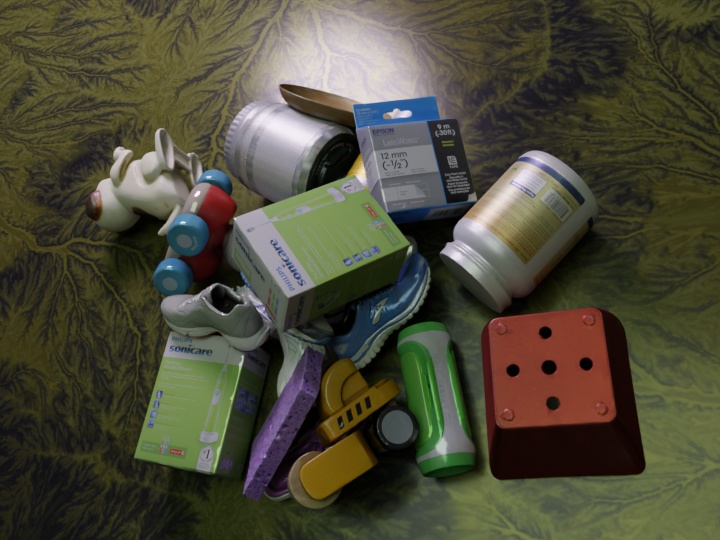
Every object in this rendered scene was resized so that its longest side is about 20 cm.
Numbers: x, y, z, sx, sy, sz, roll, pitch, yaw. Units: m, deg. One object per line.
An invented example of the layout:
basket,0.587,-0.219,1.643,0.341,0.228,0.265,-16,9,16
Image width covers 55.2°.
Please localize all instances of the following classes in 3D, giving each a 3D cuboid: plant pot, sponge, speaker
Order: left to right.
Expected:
sponge,-0.109,0.214,0.968,0.030,0.112,0.201,25,113,-11
plant pot,-0.045,-0.276,1.168,0.199,0.199,0.028,28,111,28
speaker,0.104,0.178,0.958,0.088,0.088,0.202,-16,63,13
plant pot,0.243,0.145,0.869,0.198,0.176,0.202,-8,65,18

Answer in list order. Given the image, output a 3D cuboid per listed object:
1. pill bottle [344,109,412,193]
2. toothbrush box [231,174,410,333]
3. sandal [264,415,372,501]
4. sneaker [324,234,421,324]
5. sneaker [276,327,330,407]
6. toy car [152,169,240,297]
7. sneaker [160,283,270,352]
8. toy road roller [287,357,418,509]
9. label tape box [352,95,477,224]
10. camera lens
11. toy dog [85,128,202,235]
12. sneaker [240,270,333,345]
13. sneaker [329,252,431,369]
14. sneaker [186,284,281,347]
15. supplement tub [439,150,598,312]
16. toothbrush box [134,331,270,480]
pill bottle,0.046,-0.160,1.106,0.110,0.111,0.201,20,68,27
toothbrush box,-0.056,-0.028,0.946,0.199,0.086,0.146,-23,61,-29
sandal,-0.064,0.264,1.004,0.202,0.050,0.083,-42,60,-1
sneaker,0.000,0.000,1.057,0.200,0.115,0.076,-36,60,2
sneaker,-0.085,0.116,1.068,0.079,0.070,0.202,-11,72,17
toy car,-0.213,-0.036,1.150,0.198,0.178,0.185,23,33,-9
sneaker,-0.227,0.052,1.036,0.198,0.093,0.076,9,43,28
toy road roller,-0.030,0.213,0.933,0.199,0.123,0.147,-32,79,-18
label tape box,0.077,-0.176,1.025,0.142,0.066,0.202,-8,78,-14
camera lens,-0.108,-0.186,1.152,0.199,0.160,0.161,27,79,28
toy dog,-0.403,-0.136,1.270,0.198,0.139,0.196,-17,76,17
sneaker,-0.099,0.026,1.000,0.200,0.077,0.086,45,107,31
sneaker,0.025,0.049,1.013,0.200,0.089,0.079,-49,19,-3
sneaker,-0.205,0.064,1.140,0.198,0.077,0.086,14,63,17
supplement tub,0.223,-0.053,0.980,0.200,0.144,0.144,-46,60,-3
toothbrush box,-0.241,0.207,1.066,0.144,0.086,0.202,3,69,21
